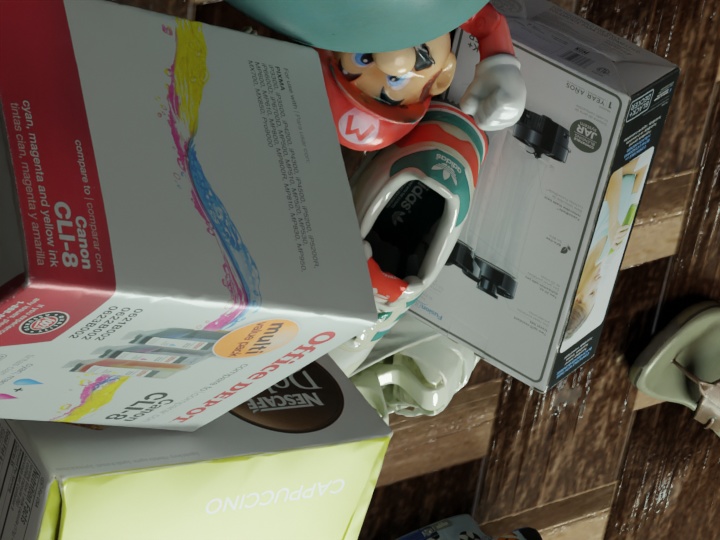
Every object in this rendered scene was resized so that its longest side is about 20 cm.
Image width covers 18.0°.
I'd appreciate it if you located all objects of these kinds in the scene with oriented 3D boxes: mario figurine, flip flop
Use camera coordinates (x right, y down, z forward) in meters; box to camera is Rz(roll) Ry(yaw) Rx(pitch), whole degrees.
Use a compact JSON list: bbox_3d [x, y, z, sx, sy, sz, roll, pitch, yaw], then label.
[{"bbox_3d":[0.042,-0.149,1.176,0.106,0.123,0.200,12,113,-56],"label":"mario figurine"},{"bbox_3d":[0.253,0.083,1.567,0.081,0.058,0.200,-46,138,5],"label":"flip flop"}]

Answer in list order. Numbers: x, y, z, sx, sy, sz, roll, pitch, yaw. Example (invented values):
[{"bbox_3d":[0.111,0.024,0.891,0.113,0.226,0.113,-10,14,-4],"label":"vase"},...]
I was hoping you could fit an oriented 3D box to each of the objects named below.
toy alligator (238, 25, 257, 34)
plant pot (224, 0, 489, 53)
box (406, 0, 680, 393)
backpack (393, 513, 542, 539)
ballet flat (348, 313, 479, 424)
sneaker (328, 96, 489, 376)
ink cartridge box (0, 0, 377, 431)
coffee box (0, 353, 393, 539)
[{"bbox_3d":[-0.148,-0.100,1.124,0.199,0.059,0.054,-25,94,-16],"label":"toy alligator"},{"bbox_3d":[-0.005,-0.195,1.050,0.200,0.201,0.161,-42,145,0],"label":"plant pot"},{"bbox_3d":[0.096,-0.045,1.295,0.060,0.116,0.201,-31,142,-48],"label":"box"},{"bbox_3d":[0.046,0.264,1.496,0.190,0.154,0.201,-20,128,-34],"label":"backpack"},{"bbox_3d":[0.013,0.070,1.373,0.199,0.069,0.070,-22,135,-21],"label":"ballet flat"},{"bbox_3d":[0.001,0.000,1.259,0.070,0.093,0.200,31,117,-7],"label":"sneaker"},{"bbox_3d":[-0.118,-0.022,1.011,0.199,0.145,0.145,7,152,-44],"label":"ink cartridge box"},{"bbox_3d":[-0.134,0.116,1.202,0.199,0.198,0.201,-4,126,-34],"label":"coffee box"}]
